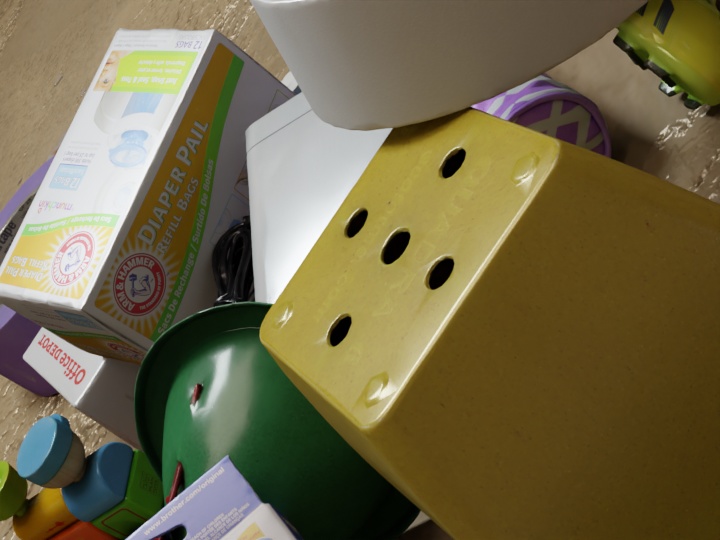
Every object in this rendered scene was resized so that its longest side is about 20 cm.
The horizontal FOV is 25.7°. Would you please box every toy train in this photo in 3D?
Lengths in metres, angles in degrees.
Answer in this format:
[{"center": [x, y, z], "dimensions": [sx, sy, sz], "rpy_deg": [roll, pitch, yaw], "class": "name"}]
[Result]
[{"center": [-0.213, 0.170, 1.061], "dimensions": [0.200, 0.116, 0.085], "rpy_deg": [-33, 35, 35], "class": "toy train"}]

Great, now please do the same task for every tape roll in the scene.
[{"center": [0.048, -0.150, 0.730], "dimensions": [0.202, 0.071, 0.203], "rpy_deg": [-25, 26, 13], "class": "tape roll"}, {"center": [-0.260, 0.000, 1.350], "dimensions": [0.200, 0.085, 0.200], "rpy_deg": [-38, 34, 31], "class": "tape roll"}]

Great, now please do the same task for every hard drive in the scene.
[{"center": [-0.006, -0.029, 0.889], "dimensions": [0.132, 0.027, 0.200], "rpy_deg": [-28, 49, 27], "class": "hard drive"}]

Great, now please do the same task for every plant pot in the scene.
[{"center": [0.077, 0.033, 0.693], "dimensions": [0.200, 0.176, 0.200], "rpy_deg": [-55, 27, -1], "class": "plant pot"}]

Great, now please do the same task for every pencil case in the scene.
[{"center": [0.068, -0.092, 0.933], "dimensions": [0.085, 0.084, 0.200], "rpy_deg": [-40, 28, -3], "class": "pencil case"}]

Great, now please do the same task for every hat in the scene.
[{"center": [-0.066, 0.144, 0.774], "dimensions": [0.176, 0.165, 0.200], "rpy_deg": [-64, -11, -51], "class": "hat"}]

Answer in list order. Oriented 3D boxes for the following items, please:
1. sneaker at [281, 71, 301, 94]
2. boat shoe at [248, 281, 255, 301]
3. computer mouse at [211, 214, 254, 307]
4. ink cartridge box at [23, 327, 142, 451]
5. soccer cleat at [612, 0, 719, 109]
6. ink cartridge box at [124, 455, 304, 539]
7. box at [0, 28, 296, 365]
[{"center": [0.002, -0.146, 1.093], "dimensions": [0.199, 0.079, 0.130], "rpy_deg": [-51, 24, 9], "class": "sneaker"}, {"center": [-0.037, 0.075, 0.954], "dimensions": [0.093, 0.075, 0.200], "rpy_deg": [-19, 43, 26], "class": "boat shoe"}, {"center": [0.000, 0.000, 0.944], "dimensions": [0.199, 0.046, 0.141], "rpy_deg": [-20, 42, 14], "class": "computer mouse"}, {"center": [-0.143, 0.018, 1.148], "dimensions": [0.200, 0.084, 0.145], "rpy_deg": [-57, 29, -5], "class": "ink cartridge box"}, {"center": [0.170, -0.161, 0.875], "dimensions": [0.084, 0.065, 0.200], "rpy_deg": [-40, 31, 17], "class": "soccer cleat"}, {"center": [-0.045, 0.196, 0.721], "dimensions": [0.119, 0.042, 0.200], "rpy_deg": [-40, 66, -2], "class": "ink cartridge box"}, {"center": [-0.134, -0.045, 1.023], "dimensions": [0.112, 0.101, 0.200], "rpy_deg": [9, 70, 46], "class": "box"}]
